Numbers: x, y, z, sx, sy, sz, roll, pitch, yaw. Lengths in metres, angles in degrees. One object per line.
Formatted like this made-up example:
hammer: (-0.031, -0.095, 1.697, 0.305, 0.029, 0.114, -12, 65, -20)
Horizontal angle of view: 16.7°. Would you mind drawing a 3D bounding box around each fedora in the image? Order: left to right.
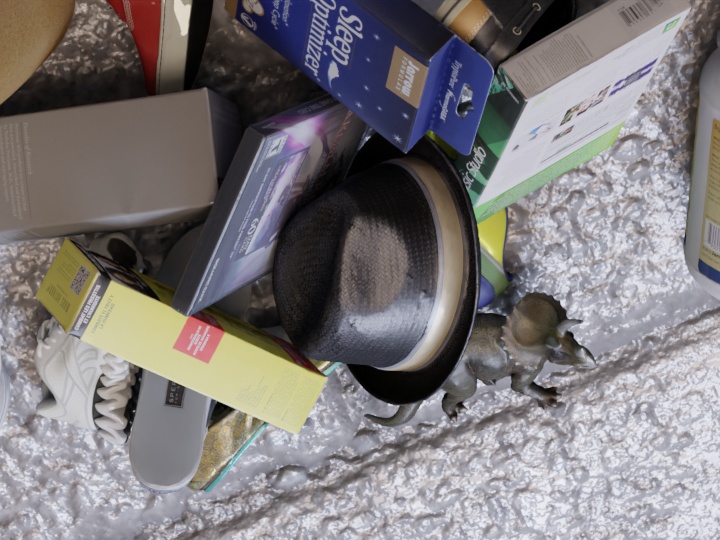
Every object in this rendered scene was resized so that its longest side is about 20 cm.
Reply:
fedora: (0.000, 0.000, 1.701, 0.091, 0.201, 0.202, -7, 123, -33)

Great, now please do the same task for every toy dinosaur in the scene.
toy dinosaur: (0.089, 0.063, 1.826, 0.199, 0.077, 0.102, -10, 142, 23)

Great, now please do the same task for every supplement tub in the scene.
supplement tub: (0.307, -0.084, 1.736, 0.143, 0.145, 0.201, -1, 119, -6)

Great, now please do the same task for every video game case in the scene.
video game case: (-0.053, -0.055, 1.693, 0.019, 0.200, 0.144, 32, 115, 15)

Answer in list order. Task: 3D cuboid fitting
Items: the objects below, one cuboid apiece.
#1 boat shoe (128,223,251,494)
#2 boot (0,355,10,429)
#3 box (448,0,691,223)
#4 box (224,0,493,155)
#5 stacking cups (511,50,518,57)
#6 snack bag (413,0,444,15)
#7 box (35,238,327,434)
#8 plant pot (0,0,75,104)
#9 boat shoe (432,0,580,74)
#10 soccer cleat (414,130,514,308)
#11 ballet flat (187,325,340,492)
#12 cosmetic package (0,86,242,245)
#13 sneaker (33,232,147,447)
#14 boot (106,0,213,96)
boat shoe: (-0.124, 0.066, 1.792, 0.073, 0.068, 0.201, 8, 81, -3)
boot: (-0.295, 0.076, 1.768, 0.073, 0.096, 0.201, 2, 129, 1)
box: (0.135, -0.111, 1.669, 0.144, 0.036, 0.200, -30, 163, -23)
box: (-0.004, -0.155, 1.613, 0.200, 0.032, 0.121, 38, 155, 12)
stacking cups: (0.043, -0.177, 1.705, 0.199, 0.061, 0.061, 22, 114, -16)
snack bag: (0.012, -0.260, 1.634, 0.200, 0.021, 0.189, 45, 105, -1)
box: (-0.122, 0.047, 1.692, 0.199, 0.075, 0.050, 27, 96, -31)
plant pot: (-0.300, -0.151, 1.572, 0.185, 0.200, 0.187, 7, 125, 10)
boat shoe: (0.115, -0.175, 1.646, 0.062, 0.200, 0.075, 44, 123, 10)
soccer cleat: (0.066, -0.064, 1.777, 0.083, 0.065, 0.201, -24, 119, -23)
ballet flat: (-0.076, 0.084, 1.833, 0.071, 0.071, 0.200, 38, 108, -23)
cosmetic package: (-0.183, -0.069, 1.681, 0.198, 0.107, 0.091, -10, 86, 6)
sneaker: (-0.198, 0.050, 1.776, 0.080, 0.075, 0.201, 13, 135, 3)
boot: (-0.176, -0.207, 1.666, 0.143, 0.073, 0.201, 7, 128, 8)
